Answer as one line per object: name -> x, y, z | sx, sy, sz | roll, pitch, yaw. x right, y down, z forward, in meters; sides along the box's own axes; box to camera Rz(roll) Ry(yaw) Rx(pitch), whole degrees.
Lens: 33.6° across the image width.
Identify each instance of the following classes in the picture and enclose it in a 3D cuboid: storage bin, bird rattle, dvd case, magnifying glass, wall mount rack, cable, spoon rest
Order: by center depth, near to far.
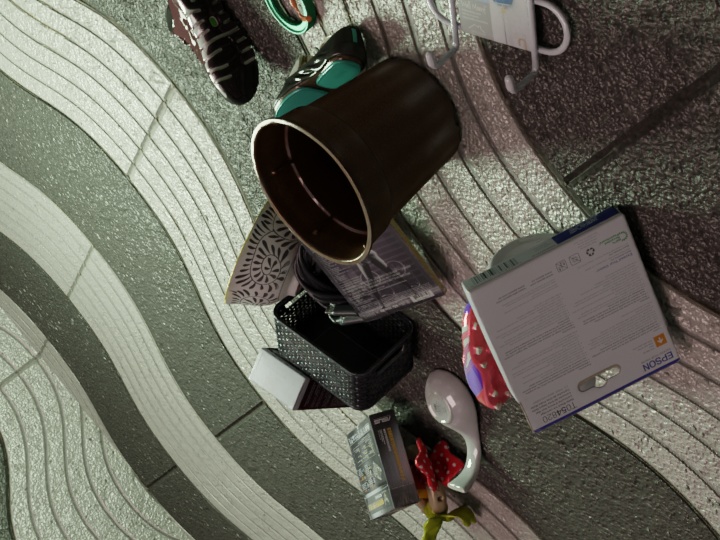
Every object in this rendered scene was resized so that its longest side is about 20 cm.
wall mount rack -> 0.120, -0.282, 1.254 | 0.199, 0.074, 0.175 | 25, 143, 38
magnifying glass -> -0.125, -0.393, 1.536 | 0.201, 0.022, 0.079 | 56, 151, -8
dvd case -> 0.007, -0.021, 1.653 | 0.148, 0.016, 0.200 | -20, 120, 36
cable -> 0.000, 0.000, 1.731 | 0.199, 0.051, 0.164 | -11, 116, 35
storage bin -> -0.026, 0.105, 1.855 | 0.199, 0.135, 0.094 | 34, 147, 28
spoon rest -> 0.150, 0.244, 1.865 | 0.099, 0.060, 0.202 | 12, 120, 48
bird rattle -> 0.109, 0.360, 2.010 | 0.163, 0.112, 0.201 | 35, 149, 59

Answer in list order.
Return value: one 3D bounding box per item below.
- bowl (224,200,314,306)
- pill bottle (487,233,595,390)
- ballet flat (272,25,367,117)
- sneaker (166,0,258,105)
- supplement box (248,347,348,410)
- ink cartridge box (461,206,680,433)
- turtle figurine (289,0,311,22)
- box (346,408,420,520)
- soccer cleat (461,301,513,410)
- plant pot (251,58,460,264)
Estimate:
bowl -> -0.122, -0.019, 1.824 | 0.094, 0.202, 0.201 | 25, 148, 4
pill bottle -> 0.231, 0.065, 1.464 | 0.111, 0.111, 0.201 | 18, 138, 45
ballet flat -> -0.050, -0.255, 1.547 | 0.067, 0.069, 0.199 | 15, 155, -30
sneaker -> -0.217, -0.325, 1.711 | 0.115, 0.075, 0.202 | -11, 105, 64
supplement box -> -0.077, 0.177, 1.965 | 0.108, 0.199, 0.061 | 31, 104, 33
ink cartridge box -> 0.242, 0.058, 1.364 | 0.041, 0.198, 0.201 | -115, -1, -70
turtle figurine -> -0.072, -0.398, 1.409 | 0.162, 0.064, 0.200 | 56, 161, 7
box -> 0.036, 0.334, 2.034 | 0.200, 0.048, 0.160 | 122, 133, -69
soccer cleat -> 0.165, 0.112, 1.669 | 0.076, 0.067, 0.201 | 28, 147, 43
plant pot -> 0.006, -0.145, 1.452 | 0.200, 0.198, 0.201 | 36, 149, 26
